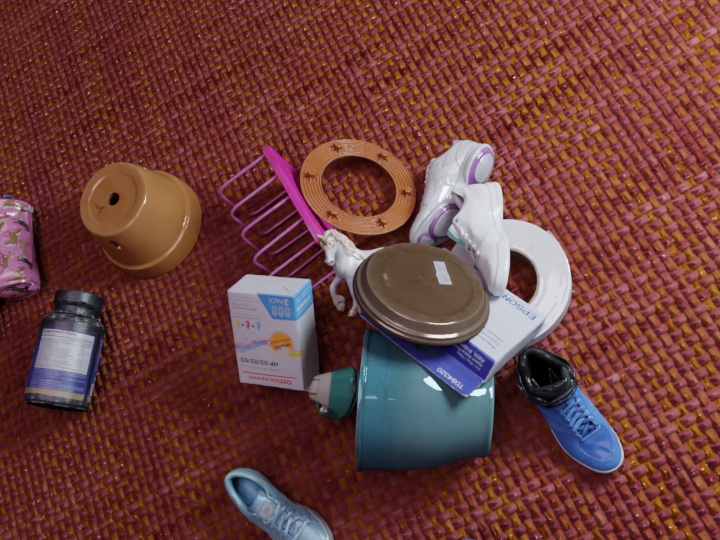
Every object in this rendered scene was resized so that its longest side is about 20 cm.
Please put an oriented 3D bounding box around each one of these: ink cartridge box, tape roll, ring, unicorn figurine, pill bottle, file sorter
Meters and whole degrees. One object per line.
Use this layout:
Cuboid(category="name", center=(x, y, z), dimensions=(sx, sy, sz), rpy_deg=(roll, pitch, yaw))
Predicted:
Cuboid(category="ink cartridge box", center=(0.134, 0.063, 1.076), dimensions=(0.196, 0.044, 0.199), rpy_deg=(36, 41, 24))
Cuboid(category="tape roll", center=(0.224, 0.020, 1.167), dimensions=(0.200, 0.037, 0.206), rpy_deg=(-6, 70, 17))
Cuboid(category="ring", center=(-0.001, -0.143, 1.246), dimensions=(0.197, 0.019, 0.203), rpy_deg=(7, 56, -11))
Cuboid(category="unicorn figurine", center=(0.000, 0.000, 1.180), dimensions=(0.073, 0.198, 0.140), rpy_deg=(15, 110, 53))
Cuboid(category="pill bottle", center=(-0.516, 0.141, 1.337), dimensions=(0.110, 0.112, 0.203), rpy_deg=(1, 73, 19))
Cuboid(category="ink cartridge box", center=(-0.131, 0.114, 1.179), dimensions=(0.114, 0.068, 0.203), rpy_deg=(4, 114, 19))
Cuboid(category="file sorter", center=(-0.128, -0.073, 1.263), dimensions=(0.125, 0.139, 0.201), rpy_deg=(-35, 65, 8))

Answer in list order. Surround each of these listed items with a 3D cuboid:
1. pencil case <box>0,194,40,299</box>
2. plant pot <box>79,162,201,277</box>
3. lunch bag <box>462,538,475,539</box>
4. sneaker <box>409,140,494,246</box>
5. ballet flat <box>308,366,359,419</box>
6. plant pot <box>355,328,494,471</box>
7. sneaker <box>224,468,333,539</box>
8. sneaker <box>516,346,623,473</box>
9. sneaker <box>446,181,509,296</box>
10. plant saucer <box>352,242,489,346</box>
Cuboid(category="pencil case", center=(-0.672, -0.042, 1.466), dimensions=(0.086, 0.082, 0.202), rpy_deg=(-33, 63, 37))
Cuboid(category="plant pot", center=(-0.405, -0.103, 1.363), dimensions=(0.197, 0.140, 0.203), rpy_deg=(-5, 71, 16))
Cuboid(category="lunch bag", center=(0.153, 0.431, 0.969), dimensions=(0.093, 0.200, 0.153), rpy_deg=(4, 73, 19))
Cuboid(category="sneaker", center=(0.136, -0.125, 1.237), dimensions=(0.099, 0.075, 0.201), rpy_deg=(31, 85, 43))
Cuboid(category="ballet flat", center=(-0.043, 0.183, 1.114), dimensions=(0.069, 0.200, 0.068), rpy_deg=(8, 71, -2))
Cuboid(category="plant pot", center=(0.093, 0.189, 1.081), dimensions=(0.185, 0.200, 0.203), rpy_deg=(3, 73, 4))
Cuboid(category="sneaker", center=(-0.133, 0.372, 1.150), dimensions=(0.198, 0.082, 0.075), rpy_deg=(27, 83, 24))
Cuboid(category="sneaker", center=(0.286, 0.191, 1.050), dimensions=(0.076, 0.111, 0.201), rpy_deg=(-35, 66, 4))
Cuboid(category="sneaker", center=(0.173, -0.046, 1.130), dimensions=(0.087, 0.076, 0.202), rpy_deg=(-1, 52, 0))
Cuboid(category="plant saucer", center=(0.087, 0.024, 1.055), dimensions=(0.197, 0.030, 0.201), rpy_deg=(8, 38, -6))
